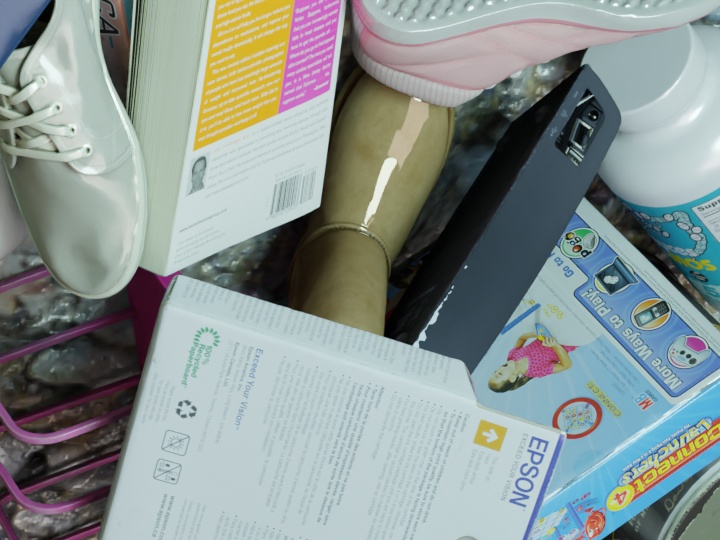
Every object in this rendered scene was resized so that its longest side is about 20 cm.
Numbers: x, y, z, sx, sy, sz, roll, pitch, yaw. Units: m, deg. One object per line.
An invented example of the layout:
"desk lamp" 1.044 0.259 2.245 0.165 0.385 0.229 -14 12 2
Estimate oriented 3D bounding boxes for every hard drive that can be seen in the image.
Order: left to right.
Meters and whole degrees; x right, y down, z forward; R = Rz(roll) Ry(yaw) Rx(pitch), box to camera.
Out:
"hard drive" 0.063 -0.006 1.527 0.042 0.135 0.200 35 70 -6

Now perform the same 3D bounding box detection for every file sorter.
"file sorter" -0.131 0.106 1.512 0.125 0.139 0.201 -21 130 -18

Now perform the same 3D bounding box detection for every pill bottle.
"pill bottle" 0.197 -0.062 1.624 0.111 0.111 0.200 -43 134 1

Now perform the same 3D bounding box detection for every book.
"book" -0.053 -0.109 1.385 0.133 0.048 0.201 -24 129 -52

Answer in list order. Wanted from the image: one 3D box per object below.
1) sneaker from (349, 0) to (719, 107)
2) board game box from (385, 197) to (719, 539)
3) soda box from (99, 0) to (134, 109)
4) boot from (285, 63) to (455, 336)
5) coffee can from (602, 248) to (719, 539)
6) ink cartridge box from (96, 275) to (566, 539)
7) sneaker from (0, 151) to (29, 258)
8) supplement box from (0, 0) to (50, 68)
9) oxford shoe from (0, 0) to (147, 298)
"sneaker" 0.086 -0.136 1.474 0.199 0.076 0.105 -9 162 -11
"board game box" 0.084 0.064 1.580 0.195 0.200 0.056 -34 135 -7
"soda box" -0.113 -0.152 1.378 0.064 0.068 0.201 -35 136 -31
"boot" 0.000 0.000 1.476 0.066 0.200 0.176 15 117 -3
"coffee can" 0.176 0.099 1.664 0.146 0.200 0.147 -17 129 -23
"ink cartridge box" -0.021 0.119 1.399 0.199 0.043 0.197 18 117 -1
"sneaker" -0.192 -0.096 1.386 0.088 0.075 0.201 -36 134 -35
"supplement box" -0.248 -0.152 1.175 0.199 0.200 0.134 33 101 -26
"oxford shoe" -0.145 -0.078 1.335 0.058 0.075 0.201 -46 133 -58
